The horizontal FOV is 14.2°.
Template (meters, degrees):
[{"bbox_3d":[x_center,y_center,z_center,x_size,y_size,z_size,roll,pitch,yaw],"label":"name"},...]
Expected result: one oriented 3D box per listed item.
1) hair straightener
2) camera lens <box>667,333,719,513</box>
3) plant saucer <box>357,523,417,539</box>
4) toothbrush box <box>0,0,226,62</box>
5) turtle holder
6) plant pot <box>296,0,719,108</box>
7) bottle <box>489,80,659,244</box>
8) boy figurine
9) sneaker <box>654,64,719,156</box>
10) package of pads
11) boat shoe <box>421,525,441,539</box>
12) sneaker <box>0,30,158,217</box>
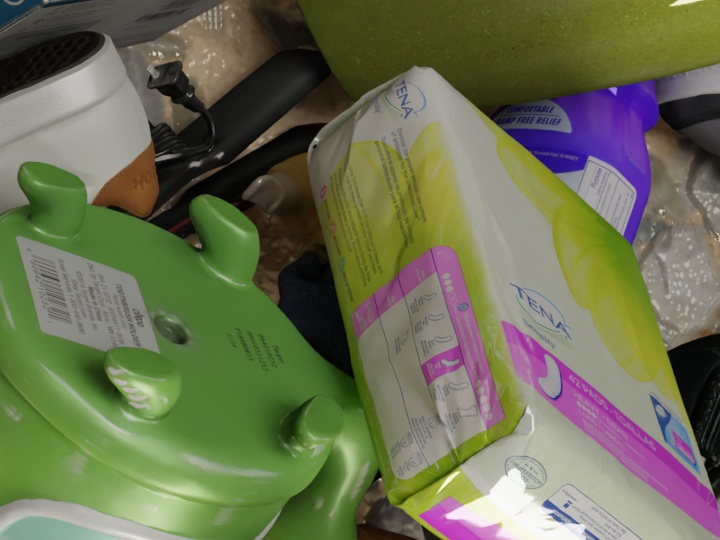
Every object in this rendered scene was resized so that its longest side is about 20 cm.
[{"bbox_3d":[-0.084,-0.047,1.167,0.200,0.041,0.077,-32,119,-34],"label":"hair straightener"},{"bbox_3d":[0.178,0.138,1.256,0.200,0.160,0.160,46,62,-19],"label":"camera lens"},{"bbox_3d":[0.043,0.182,1.143,0.037,0.200,0.200,-28,100,-9],"label":"plant saucer"},{"bbox_3d":[-0.133,-0.185,1.105,0.146,0.085,0.200,-15,82,-52],"label":"toothbrush box"},{"bbox_3d":[-0.082,0.051,1.037,0.141,0.132,0.185,49,27,20],"label":"turtle holder"},{"bbox_3d":[0.074,-0.147,1.198,0.187,0.200,0.187,58,16,-28],"label":"plant pot"},{"bbox_3d":[0.084,-0.034,1.263,0.065,0.083,0.200,40,64,-43],"label":"bottle"},{"bbox_3d":[0.000,0.000,1.173,0.124,0.064,0.200,46,33,-18],"label":"boy figurine"},{"bbox_3d":[0.214,-0.027,1.350,0.200,0.075,0.114,18,72,-32],"label":"sneaker"},{"bbox_3d":[0.057,0.033,1.077,0.154,0.068,0.200,39,25,-38],"label":"package of pads"},{"bbox_3d":[0.088,0.139,1.127,0.072,0.066,0.200,-13,72,-29],"label":"boat shoe"},{"bbox_3d":[-0.168,-0.012,1.067,0.200,0.073,0.085,-21,114,6],"label":"sneaker"}]
